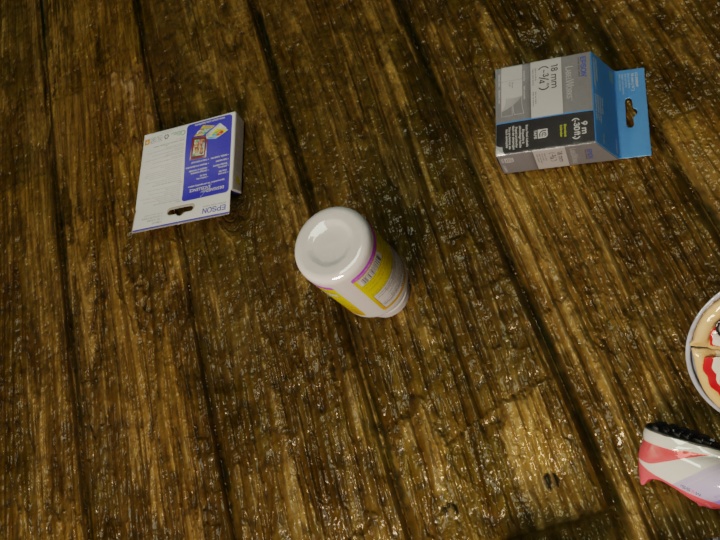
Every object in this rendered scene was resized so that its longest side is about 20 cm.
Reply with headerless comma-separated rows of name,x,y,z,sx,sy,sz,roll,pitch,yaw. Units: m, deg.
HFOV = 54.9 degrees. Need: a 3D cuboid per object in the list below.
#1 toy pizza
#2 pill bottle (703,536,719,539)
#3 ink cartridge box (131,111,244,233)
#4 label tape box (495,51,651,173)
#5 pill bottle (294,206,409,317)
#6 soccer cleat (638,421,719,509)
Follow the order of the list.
toy pizza,0.447,0.092,0.718,0.199,0.032,0.201,9,117,18
pill bottle,0.376,0.317,0.666,0.199,0.120,0.120,-24,62,24
ink cartridge box,-0.298,-0.164,1.211,0.197,0.047,0.201,-9,69,19
label tape box,0.290,-0.222,0.960,0.199,0.063,0.145,-5,69,23
pill bottle,0.000,0.000,0.923,0.104,0.200,0.105,-9,67,20
soccer cleat,0.396,0.226,0.734,0.199,0.068,0.074,16,99,39
